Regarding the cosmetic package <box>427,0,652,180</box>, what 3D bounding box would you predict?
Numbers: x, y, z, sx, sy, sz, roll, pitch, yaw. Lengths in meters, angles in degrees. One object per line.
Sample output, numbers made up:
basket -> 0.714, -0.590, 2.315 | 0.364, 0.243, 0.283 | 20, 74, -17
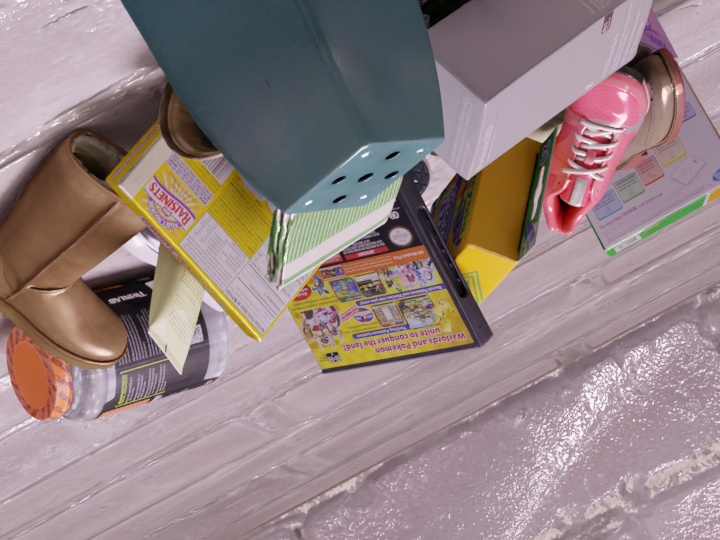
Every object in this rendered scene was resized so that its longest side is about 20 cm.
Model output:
cosmetic package -> 0.131, -0.173, 1.478 | 0.200, 0.090, 0.107 | -40, 159, -24

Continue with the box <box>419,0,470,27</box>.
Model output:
box -> 0.035, -0.215, 1.480 | 0.200, 0.049, 0.160 | -31, 168, 14

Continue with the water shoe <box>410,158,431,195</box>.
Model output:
water shoe -> -0.027, -0.071, 1.876 | 0.200, 0.072, 0.079 | -25, -167, -11

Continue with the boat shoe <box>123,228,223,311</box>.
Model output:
boat shoe -> -0.152, -0.031, 1.647 | 0.066, 0.070, 0.200 | -33, 134, 16

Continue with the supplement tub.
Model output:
supplement tub -> -0.239, 0.077, 1.860 | 0.200, 0.123, 0.123 | -15, 162, -38

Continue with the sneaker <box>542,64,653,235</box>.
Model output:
sneaker -> 0.202, -0.100, 1.628 | 0.074, 0.087, 0.200 | 15, 148, 0

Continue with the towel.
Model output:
towel -> -0.012, -0.092, 1.478 | 0.152, 0.023, 0.200 | -32, 144, -37

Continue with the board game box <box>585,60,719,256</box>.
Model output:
board game box -> 0.261, -0.138, 1.840 | 0.153, 0.200, 0.040 | -29, 166, 10

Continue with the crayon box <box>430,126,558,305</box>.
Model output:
crayon box -> 0.105, -0.040, 1.671 | 0.051, 0.126, 0.200 | 20, 151, -11

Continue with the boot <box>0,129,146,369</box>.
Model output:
boot -> -0.222, -0.010, 1.564 | 0.175, 0.066, 0.200 | 32, 133, -24

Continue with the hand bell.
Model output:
hand bell -> -0.058, -0.097, 1.492 | 0.104, 0.104, 0.200 | -32, 145, 19

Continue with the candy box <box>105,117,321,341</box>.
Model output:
candy box -> -0.110, -0.043, 1.519 | 0.102, 0.026, 0.200 | -50, 126, -14

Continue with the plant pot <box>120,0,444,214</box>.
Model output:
plant pot -> -0.039, -0.147, 1.282 | 0.141, 0.200, 0.141 | -37, 163, 36

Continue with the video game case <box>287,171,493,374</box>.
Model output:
video game case -> 0.000, 0.000, 1.664 | 0.200, 0.181, 0.025 | -12, -158, 44

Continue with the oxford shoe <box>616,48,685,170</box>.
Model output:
oxford shoe -> 0.232, -0.133, 1.688 | 0.075, 0.071, 0.200 | -15, 161, -17

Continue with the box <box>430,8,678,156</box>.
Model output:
box -> 0.156, -0.187, 1.693 | 0.200, 0.097, 0.176 | -32, 164, 23

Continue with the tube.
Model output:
tube -> -0.144, -0.021, 1.558 | 0.058, 0.201, 0.052 | 22, 150, -27
